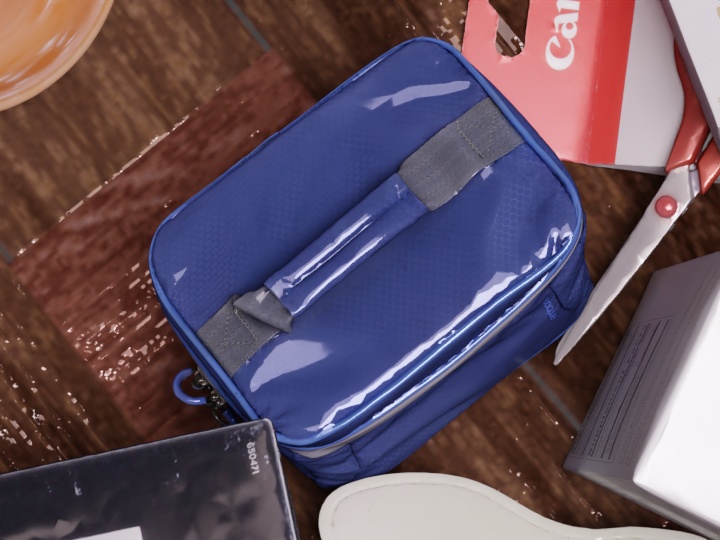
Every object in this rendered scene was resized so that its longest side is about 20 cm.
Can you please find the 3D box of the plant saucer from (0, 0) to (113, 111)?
[{"bbox_3d":[-0.203,-0.170,1.007,0.199,0.037,0.201,1,89,-35],"label":"plant saucer"}]

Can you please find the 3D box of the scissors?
[{"bbox_3d":[0.157,-0.037,1.024,0.073,0.014,0.201,21,87,13],"label":"scissors"}]

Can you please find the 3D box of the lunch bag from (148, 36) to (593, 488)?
[{"bbox_3d":[0.000,0.000,0.979,0.200,0.132,0.136,-39,71,-4],"label":"lunch bag"}]

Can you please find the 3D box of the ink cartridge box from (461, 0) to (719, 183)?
[{"bbox_3d":[0.154,-0.127,1.056,0.199,0.050,0.162,8,86,-5],"label":"ink cartridge box"}]

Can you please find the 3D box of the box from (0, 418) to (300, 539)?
[{"bbox_3d":[-0.120,0.154,0.938,0.199,0.198,0.124,-11,76,-3],"label":"box"}]

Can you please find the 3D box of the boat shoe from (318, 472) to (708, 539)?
[{"bbox_3d":[0.074,0.146,1.009,0.201,0.060,0.072,12,56,-6],"label":"boat shoe"}]

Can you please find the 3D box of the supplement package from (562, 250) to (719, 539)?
[{"bbox_3d":[0.173,0.065,0.966,0.113,0.200,0.110,26,86,-2],"label":"supplement package"}]

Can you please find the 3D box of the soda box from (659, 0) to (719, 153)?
[{"bbox_3d":[0.164,-0.155,1.003,0.068,0.064,0.201,-20,71,7],"label":"soda box"}]
